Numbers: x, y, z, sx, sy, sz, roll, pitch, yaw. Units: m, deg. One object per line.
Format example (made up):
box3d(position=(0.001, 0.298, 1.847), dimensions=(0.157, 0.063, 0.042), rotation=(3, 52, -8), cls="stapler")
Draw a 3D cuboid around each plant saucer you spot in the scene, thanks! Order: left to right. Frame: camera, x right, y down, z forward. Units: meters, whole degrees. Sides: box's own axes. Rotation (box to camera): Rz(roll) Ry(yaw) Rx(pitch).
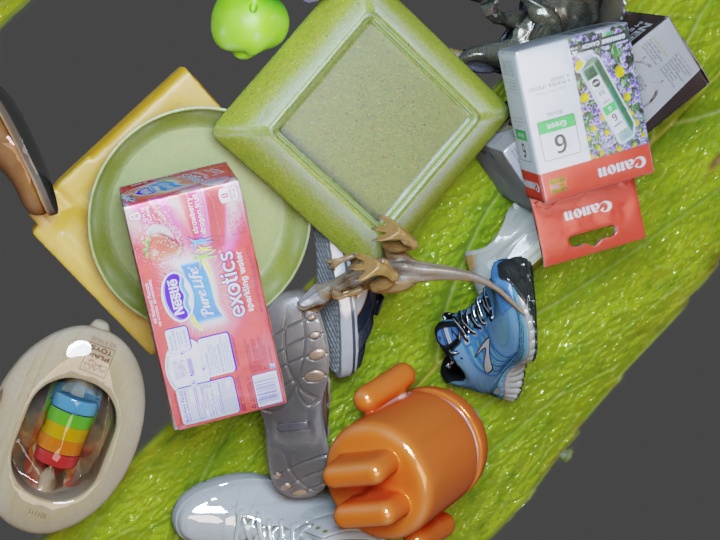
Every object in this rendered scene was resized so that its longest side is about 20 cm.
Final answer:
box3d(position=(-0.144, -0.047, 1.327), dimensions=(0.198, 0.031, 0.202), rotation=(-3, 103, -15), cls="plant saucer")
box3d(position=(0.009, -0.129, 1.304), dimensions=(0.200, 0.048, 0.200), rotation=(41, 87, -16), cls="plant saucer")

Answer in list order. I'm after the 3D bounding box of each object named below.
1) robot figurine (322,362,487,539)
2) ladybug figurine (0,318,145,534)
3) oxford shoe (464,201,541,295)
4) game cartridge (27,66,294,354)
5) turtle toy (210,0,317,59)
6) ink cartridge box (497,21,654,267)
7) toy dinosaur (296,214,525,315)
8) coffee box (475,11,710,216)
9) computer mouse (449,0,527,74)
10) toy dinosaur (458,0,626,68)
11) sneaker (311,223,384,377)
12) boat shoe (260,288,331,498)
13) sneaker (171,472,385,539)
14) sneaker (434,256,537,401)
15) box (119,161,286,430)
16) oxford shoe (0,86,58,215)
box3d(position=(0.045, 0.174, 1.391), dimensions=(0.144, 0.200, 0.117), rotation=(43, 121, 15), cls="robot figurine")
box3d(position=(-0.267, 0.136, 1.340), dimensions=(0.135, 0.072, 0.201), rotation=(23, 95, -19), cls="ladybug figurine")
box3d(position=(0.177, -0.054, 1.432), dimensions=(0.200, 0.075, 0.058), rotation=(-41, 85, -5), cls="oxford shoe")
box3d(position=(-0.175, -0.052, 1.347), dimensions=(0.200, 0.032, 0.176), rotation=(-44, 110, -4), cls="game cartridge")
box3d(position=(-0.066, -0.276, 1.283), dimensions=(0.200, 0.146, 0.101), rotation=(-51, 131, 1), cls="turtle toy")
box3d(position=(0.196, -0.108, 1.311), dimensions=(0.108, 0.050, 0.201), rotation=(-16, 103, -11), cls="ink cartridge box")
box3d(position=(0.038, -0.001, 1.301), dimensions=(0.198, 0.106, 0.061), rotation=(-3, 67, 15), cls="toy dinosaur")
box3d(position=(0.208, -0.150, 1.393), dimensions=(0.200, 0.113, 0.080), rotation=(-39, 109, -4), cls="coffee box")
box3d(position=(0.085, -0.262, 1.371), dimensions=(0.199, 0.046, 0.141), rotation=(15, 93, -31), cls="computer mouse")
box3d(position=(0.173, -0.228, 1.356), dimensions=(0.200, 0.077, 0.102), rotation=(-45, 113, -17), cls="toy dinosaur")
box3d(position=(0.000, 0.000, 1.385), dimensions=(0.079, 0.078, 0.202), rotation=(-10, 109, -20), cls="sneaker")
box3d(position=(-0.063, 0.110, 1.395), dimensions=(0.075, 0.072, 0.202), rotation=(1, 107, 1), cls="boat shoe")
box3d(position=(-0.072, 0.244, 1.399), dimensions=(0.198, 0.116, 0.074), rotation=(2, 104, -15), cls="sneaker")
box3d(position=(0.115, 0.060, 1.393), dimensions=(0.089, 0.079, 0.201), rotation=(3, 143, -3), cls="sneaker")
box3d(position=(-0.136, 0.020, 1.276), dimensions=(0.102, 0.095, 0.201), rotation=(-14, 106, -8), cls="box")
box3d(position=(-0.325, -0.125, 1.270), dimensions=(0.071, 0.071, 0.201), rotation=(-32, 97, -2), cls="oxford shoe")
